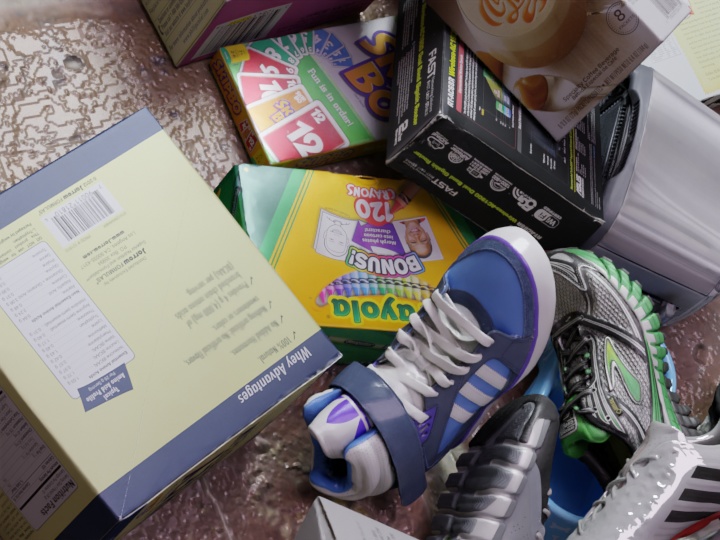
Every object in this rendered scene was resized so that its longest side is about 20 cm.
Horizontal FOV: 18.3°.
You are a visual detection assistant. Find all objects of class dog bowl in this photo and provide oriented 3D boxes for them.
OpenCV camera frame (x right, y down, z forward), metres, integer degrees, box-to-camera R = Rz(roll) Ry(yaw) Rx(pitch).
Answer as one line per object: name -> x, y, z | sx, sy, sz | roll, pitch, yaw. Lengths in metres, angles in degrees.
dog bowl -> 0.157, 0.109, 1.565 | 0.111, 0.050, 0.201 | 35, 55, -8

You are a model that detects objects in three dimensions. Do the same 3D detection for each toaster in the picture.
toaster -> 0.216, -0.056, 1.646 | 0.129, 0.114, 0.201 | 29, 53, -17

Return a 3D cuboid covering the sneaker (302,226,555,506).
sneaker -> 0.035, 0.070, 1.426 | 0.146, 0.201, 0.081 | -24, 62, -42

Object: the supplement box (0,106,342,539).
supplement box -> -0.161, 0.048, 1.370 | 0.200, 0.134, 0.200 | -36, 85, -37

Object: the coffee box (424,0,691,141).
coffee box -> 0.114, -0.205, 1.538 | 0.200, 0.114, 0.080 | 46, 33, 0

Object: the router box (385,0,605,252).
router box -> 0.097, -0.115, 1.585 | 0.149, 0.062, 0.201 | 33, 36, -22

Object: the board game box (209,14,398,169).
board game box -> -0.005, -0.131, 1.617 | 0.199, 0.030, 0.096 | -14, 72, -36

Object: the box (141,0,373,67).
box -> -0.090, -0.271, 1.598 | 0.175, 0.097, 0.201 | -21, 78, -35

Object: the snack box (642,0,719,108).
snack box -> 0.261, -0.186, 1.782 | 0.199, 0.037, 0.117 | -20, 77, -34

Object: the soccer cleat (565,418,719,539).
soccer cleat -> 0.186, 0.145, 1.440 | 0.199, 0.069, 0.086 | -24, 99, -18

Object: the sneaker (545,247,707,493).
sneaker -> 0.166, 0.076, 1.507 | 0.085, 0.078, 0.201 | -17, 75, -33

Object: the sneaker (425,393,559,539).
sneaker -> 0.104, 0.190, 1.473 | 0.115, 0.075, 0.201 | 33, 77, -21

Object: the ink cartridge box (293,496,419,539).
ink cartridge box -> 0.030, 0.247, 1.359 | 0.199, 0.147, 0.084 | 26, 11, -15

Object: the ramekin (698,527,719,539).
ramekin -> 0.279, 0.261, 1.507 | 0.199, 0.105, 0.202 | 12, 66, -28

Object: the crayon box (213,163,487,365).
crayon box -> 0.000, 0.000, 1.529 | 0.199, 0.058, 0.120 | 4, 62, -27

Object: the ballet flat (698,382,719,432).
ballet flat -> 0.266, 0.124, 1.590 | 0.068, 0.068, 0.200 | 44, 16, 1
